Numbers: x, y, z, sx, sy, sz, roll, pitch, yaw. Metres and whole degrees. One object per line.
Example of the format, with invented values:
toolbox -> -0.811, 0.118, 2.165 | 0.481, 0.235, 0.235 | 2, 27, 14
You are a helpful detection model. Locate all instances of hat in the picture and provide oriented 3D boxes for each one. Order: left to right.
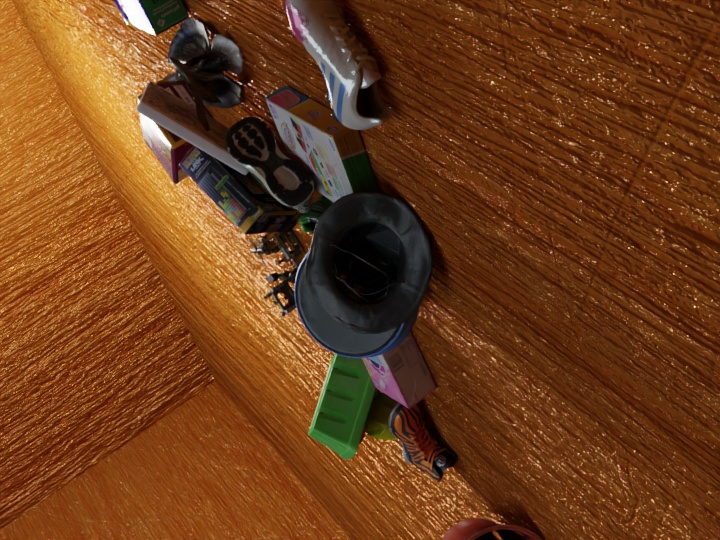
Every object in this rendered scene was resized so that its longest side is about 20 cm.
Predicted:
hat -> 0.022, -0.016, 1.393 | 0.201, 0.200, 0.081 | 55, -158, 3

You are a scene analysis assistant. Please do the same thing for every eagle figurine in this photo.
eagle figurine -> -0.268, -0.335, 1.640 | 0.200, 0.150, 0.152 | -84, 11, -70

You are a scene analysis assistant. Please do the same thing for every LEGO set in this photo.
LEGO set -> -0.162, 0.009, 1.942 | 0.200, 0.116, 0.154 | 59, 163, -10

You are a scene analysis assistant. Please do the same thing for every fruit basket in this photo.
fruit basket -> 0.019, 0.266, 1.869 | 0.216, 0.215, 0.156 | 54, 164, 7

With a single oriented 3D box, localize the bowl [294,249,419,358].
bowl -> -0.010, 0.039, 1.484 | 0.201, 0.200, 0.039 | 55, -153, 3

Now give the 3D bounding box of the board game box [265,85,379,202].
board game box -> -0.054, -0.173, 1.438 | 0.200, 0.040, 0.153 | 37, 155, 48

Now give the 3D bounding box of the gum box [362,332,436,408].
gum box -> 0.042, 0.127, 1.687 | 0.113, 0.066, 0.201 | 25, 145, 57

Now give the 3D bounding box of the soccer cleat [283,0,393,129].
soccer cleat -> -0.018, -0.258, 1.161 | 0.086, 0.070, 0.200 | 11, 137, 45

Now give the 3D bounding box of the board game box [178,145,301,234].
board game box -> -0.195, -0.139, 1.667 | 0.165, 0.057, 0.200 | 45, -165, 11

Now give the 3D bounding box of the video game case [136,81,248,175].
video game case -> -0.270, -0.238, 1.617 | 0.200, 0.023, 0.182 | 30, -166, -17

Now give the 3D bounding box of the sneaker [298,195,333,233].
sneaker -> -0.020, -0.029, 1.535 | 0.200, 0.085, 0.078 | 47, 161, 23

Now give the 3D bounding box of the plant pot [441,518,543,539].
plant pot -> 0.229, 0.534, 1.749 | 0.201, 0.200, 0.195 | 57, 172, -3

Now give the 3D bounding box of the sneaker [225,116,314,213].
sneaker -> -0.140, -0.155, 1.527 | 0.200, 0.077, 0.089 | 51, 171, 26

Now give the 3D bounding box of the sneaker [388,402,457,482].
sneaker -> 0.125, 0.322, 1.838 | 0.112, 0.078, 0.200 | 31, 157, 39

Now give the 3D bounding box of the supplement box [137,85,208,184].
supplement box -> -0.377, -0.287, 2.011 | 0.131, 0.103, 0.200 | 53, 162, 8

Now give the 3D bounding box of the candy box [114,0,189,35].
candy box -> -0.390, -0.514, 1.671 | 0.169, 0.077, 0.200 | 31, 151, 54
